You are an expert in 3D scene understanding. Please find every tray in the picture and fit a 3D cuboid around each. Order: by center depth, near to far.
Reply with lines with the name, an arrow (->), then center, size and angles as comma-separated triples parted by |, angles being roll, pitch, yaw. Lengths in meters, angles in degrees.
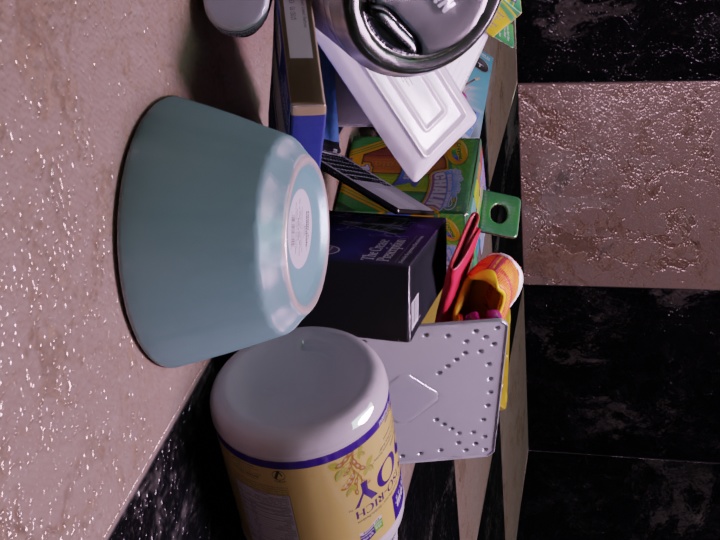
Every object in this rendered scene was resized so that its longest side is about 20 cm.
tray -> 0.042, -0.196, 1.127 | 0.107, 0.022, 0.200 | -46, 119, -18

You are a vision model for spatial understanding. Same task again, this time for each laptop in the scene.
laptop -> 0.000, -0.153, 1.125 | 0.116, 0.200, 0.187 | -60, 169, 10

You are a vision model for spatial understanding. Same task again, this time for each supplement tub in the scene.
supplement tub -> -0.039, 0.164, 0.944 | 0.146, 0.145, 0.200 | -72, 158, -50

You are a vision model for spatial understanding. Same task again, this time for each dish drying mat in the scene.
dish drying mat -> 0.098, 0.023, 1.183 | 0.200, 0.018, 0.077 | 98, 16, -58

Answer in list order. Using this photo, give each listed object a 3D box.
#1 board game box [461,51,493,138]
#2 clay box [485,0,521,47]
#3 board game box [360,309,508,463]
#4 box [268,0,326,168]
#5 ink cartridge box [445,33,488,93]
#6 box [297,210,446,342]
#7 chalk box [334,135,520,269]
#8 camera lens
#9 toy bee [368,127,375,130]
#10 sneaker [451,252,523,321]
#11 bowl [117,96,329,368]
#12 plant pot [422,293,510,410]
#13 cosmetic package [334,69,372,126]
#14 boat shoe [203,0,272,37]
board game box -> 0.085, -0.234, 1.413 | 0.047, 0.151, 0.200 | -47, -159, 44
clay box -> 0.103, -0.332, 1.179 | 0.200, 0.048, 0.115 | 32, 40, -26
board game box -> 0.043, 0.123, 1.139 | 0.026, 0.200, 0.200 | -98, -174, -49
box -> -0.055, -0.122, 0.921 | 0.200, 0.032, 0.121 | 104, -20, -60
ink cartridge box -> 0.031, -0.250, 1.154 | 0.200, 0.050, 0.109 | 31, 80, -31
box -> 0.000, 0.000, 1.095 | 0.200, 0.141, 0.079 | -48, 138, -70
chalk box -> 0.086, -0.073, 1.315 | 0.124, 0.200, 0.125 | 75, 21, -50
camera lens -> 0.014, -0.263, 0.931 | 0.200, 0.160, 0.160 | 48, -26, 49
toy bee -> 0.077, -0.158, 1.470 | 0.200, 0.109, 0.131 | -12, 105, -76
sneaker -> 0.113, 0.074, 1.171 | 0.077, 0.073, 0.200 | -35, 140, -51
bowl -> -0.087, -0.026, 0.815 | 0.201, 0.105, 0.201 | 2, 90, -76
plant pot -> 0.098, 0.104, 1.438 | 0.200, 0.176, 0.200 | 40, 54, -72
cosmetic package -> 0.027, -0.261, 1.254 | 0.090, 0.107, 0.200 | -41, 132, -70
boat shoe -> -0.088, -0.279, 0.870 | 0.066, 0.070, 0.200 | -61, 151, -87
